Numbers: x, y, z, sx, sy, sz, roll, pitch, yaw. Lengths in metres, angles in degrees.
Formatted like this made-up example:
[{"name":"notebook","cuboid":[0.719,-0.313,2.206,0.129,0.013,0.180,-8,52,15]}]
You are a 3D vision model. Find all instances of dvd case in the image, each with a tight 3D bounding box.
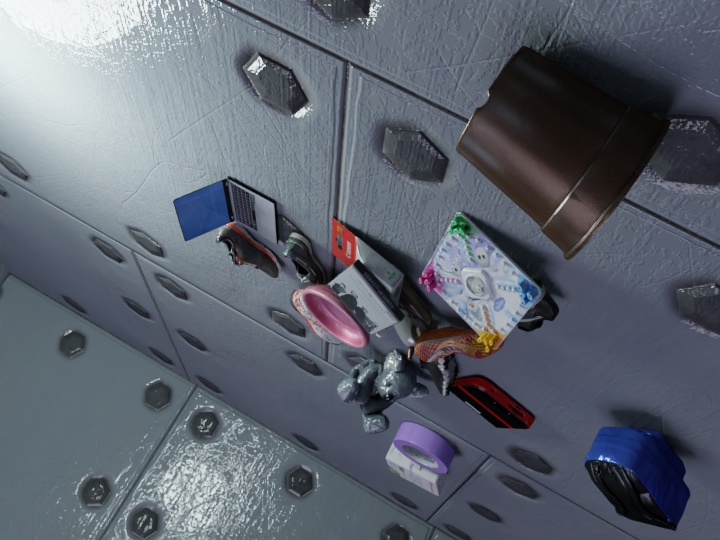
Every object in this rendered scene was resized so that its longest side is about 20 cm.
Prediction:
[{"name":"dvd case","cuboid":[0.009,0.061,1.579,0.151,0.025,0.200,50,158,-2]}]

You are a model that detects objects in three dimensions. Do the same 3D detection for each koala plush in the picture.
[{"name":"koala plush","cuboid":[0.074,0.301,2.000,0.198,0.185,0.178,-29,107,39]}]

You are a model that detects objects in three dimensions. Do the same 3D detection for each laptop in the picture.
[{"name":"laptop","cuboid":[-0.299,-0.109,1.698,0.197,0.117,0.188,28,156,9]}]

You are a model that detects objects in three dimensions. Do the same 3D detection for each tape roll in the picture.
[{"name":"tape roll","cuboid":[0.204,0.571,2.409,0.196,0.066,0.202,26,154,13]}]

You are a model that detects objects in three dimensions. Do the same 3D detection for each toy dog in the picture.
[{"name":"toy dog","cuboid":[0.078,0.131,1.715,0.196,0.097,0.133,23,154,20]}]

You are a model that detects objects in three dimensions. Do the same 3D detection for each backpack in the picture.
[{"name":"backpack","cuboid":[0.570,0.411,1.562,0.200,0.169,0.161,45,150,-19]}]

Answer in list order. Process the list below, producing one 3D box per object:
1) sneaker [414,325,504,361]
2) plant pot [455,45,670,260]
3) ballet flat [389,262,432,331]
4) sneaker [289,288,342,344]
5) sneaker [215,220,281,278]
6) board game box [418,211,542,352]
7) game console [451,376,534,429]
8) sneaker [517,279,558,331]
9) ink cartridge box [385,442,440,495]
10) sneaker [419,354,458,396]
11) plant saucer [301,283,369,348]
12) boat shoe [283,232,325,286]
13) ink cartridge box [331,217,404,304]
[{"name":"sneaker","cuboid":[0.212,0.146,1.614,0.194,0.078,0.075,-3,122,19]},{"name":"plant pot","cuboid":[0.235,-0.154,0.916,0.197,0.201,0.201,37,156,6]},{"name":"ballet flat","cuboid":[0.101,0.049,1.612,0.201,0.046,0.067,52,159,-26]},{"name":"sneaker","cuboid":[-0.090,0.122,1.933,0.201,0.068,0.107,45,155,-20]},{"name":"sneaker","cuboid":[-0.283,-0.035,1.854,0.199,0.083,0.076,43,153,-21]},{"name":"board game box","cuboid":[0.205,0.027,1.341,0.200,0.026,0.201,45,145,15]},{"name":"game console","cuboid":[0.326,0.335,1.886,0.199,0.031,0.176,39,159,-13]},{"name":"sneaker","cuboid":[0.291,0.079,1.389,0.090,0.067,0.199,41,152,-13]},{"name":"ink cartridge box","cuboid":[0.197,0.681,2.594,0.196,0.085,0.146,22,154,23]},{"name":"sneaker","cuboid":[0.187,0.232,1.816,0.089,0.067,0.202,23,150,25]},{"name":"plant saucer","cuboid":[-0.051,0.102,1.787,0.198,0.051,0.202,35,157,17]},{"name":"boat shoe","cuboid":[-0.137,-0.007,1.756,0.071,0.063,0.202,18,152,23]},{"name":"ink cartridge box","cuboid":[0.000,0.000,1.580,0.198,0.050,0.162,38,157,16]}]
